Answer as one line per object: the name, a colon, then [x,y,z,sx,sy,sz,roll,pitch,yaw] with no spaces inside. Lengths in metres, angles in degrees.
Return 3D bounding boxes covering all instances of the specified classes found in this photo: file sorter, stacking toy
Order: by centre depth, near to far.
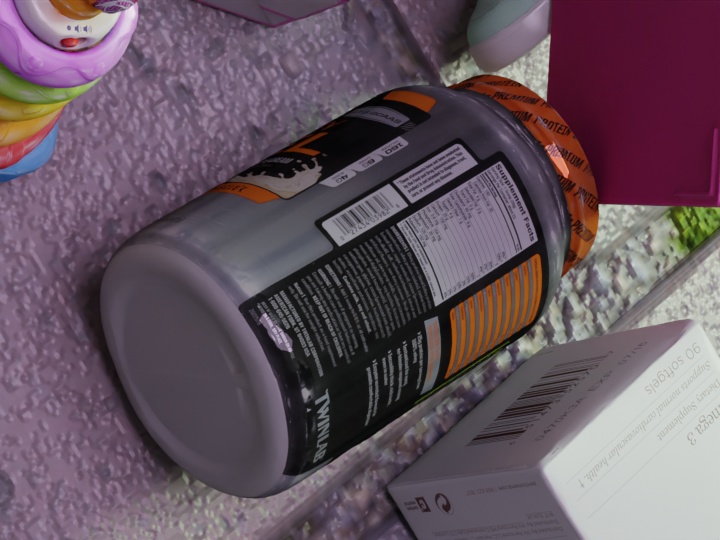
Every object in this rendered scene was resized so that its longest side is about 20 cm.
stacking toy: [-0.125,-0.102,1.124,0.116,0.200,0.110,5,79,-35]
file sorter: [0.171,-0.125,1.277,0.125,0.139,0.201,3,91,-28]

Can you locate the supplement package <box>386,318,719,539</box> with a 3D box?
supplement package: [0.128,0.140,1.307,0.117,0.117,0.200,-40,105,-33]

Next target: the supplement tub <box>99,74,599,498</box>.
supplement tub: [0.000,0.000,1.241,0.200,0.122,0.123,-31,99,-35]

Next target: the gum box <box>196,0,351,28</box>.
gum box: [-0.093,-0.190,1.243,0.200,0.066,0.114,18,73,-32]

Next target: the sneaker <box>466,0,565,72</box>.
sneaker: [0.068,-0.193,1.356,0.118,0.074,0.201,36,64,-19]
